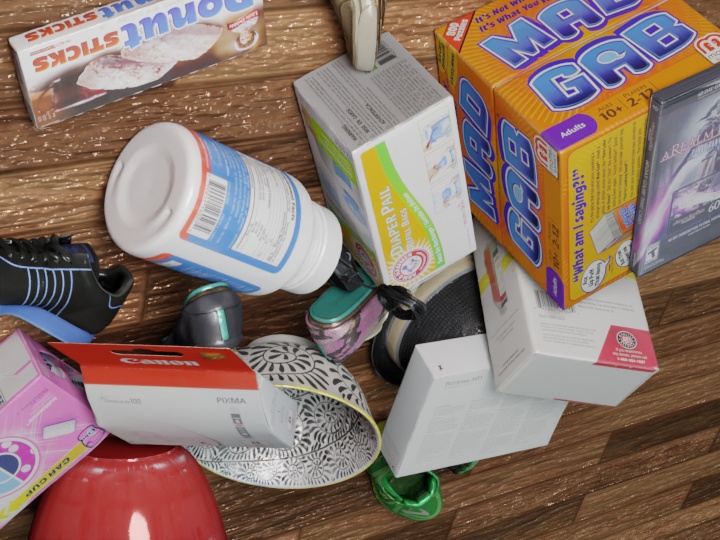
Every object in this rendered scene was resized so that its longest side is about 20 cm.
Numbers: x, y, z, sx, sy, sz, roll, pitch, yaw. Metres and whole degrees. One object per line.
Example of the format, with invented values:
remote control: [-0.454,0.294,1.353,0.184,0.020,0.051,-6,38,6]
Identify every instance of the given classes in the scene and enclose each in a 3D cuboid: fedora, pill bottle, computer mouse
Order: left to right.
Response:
pill bottle: [-0.109,-0.042,1.137,0.199,0.112,0.113,23,112,-48]
computer mouse: [0.000,0.000,1.204,0.034,0.199,0.059,-48,128,-12]
fedora: [0.111,0.069,1.430,0.199,0.092,0.202,-21,137,-21]

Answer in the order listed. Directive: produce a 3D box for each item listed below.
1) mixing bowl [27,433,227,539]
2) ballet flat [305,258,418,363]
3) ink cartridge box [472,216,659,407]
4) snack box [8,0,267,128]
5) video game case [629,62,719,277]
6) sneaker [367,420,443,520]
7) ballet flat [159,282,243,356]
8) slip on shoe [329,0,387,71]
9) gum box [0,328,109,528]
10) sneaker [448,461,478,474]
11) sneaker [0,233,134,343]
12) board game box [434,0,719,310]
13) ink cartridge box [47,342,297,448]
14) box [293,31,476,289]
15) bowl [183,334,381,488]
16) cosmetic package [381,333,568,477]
mixing bowl: [-0.219,0.217,1.260,0.198,0.199,0.110,-4,99,-36]
ballet flat: [0.022,0.013,1.297,0.200,0.069,0.072,-46,141,-29]
ink cartridge box: [0.199,0.023,1.343,0.143,0.202,0.084,9,145,-22]
snack box: [-0.167,-0.176,1.032,0.198,0.024,0.073,-24,137,-19]
video game case: [0.304,-0.096,1.173,0.141,0.019,0.202,-24,139,-19]
sneaker: [0.053,0.253,1.568,0.074,0.084,0.200,-37,142,-3]
ballet flat: [-0.137,0.069,1.182,0.072,0.074,0.200,-23,171,-19]
slip on shoe: [-0.011,-0.246,1.068,0.060,0.077,0.201,6,145,7]
gum box: [-0.324,0.153,1.185,0.200,0.066,0.114,-41,140,1]
sneaker: [0.158,0.158,1.567,0.085,0.078,0.201,9,120,-44]
sneaker: [-0.266,-0.002,1.090,0.078,0.070,0.200,-49,147,5]
board game box: [0.208,-0.133,1.233,0.198,0.200,0.201,-27,140,-15]
ink cartridge box: [-0.155,0.109,1.129,0.160,0.058,0.200,1,166,13]
box: [0.026,-0.089,1.200,0.101,0.113,0.201,-29,141,-12]
bowl: [-0.077,0.126,1.311,0.198,0.095,0.202,2,143,1]
cosmetic package: [0.130,0.132,1.394,0.198,0.052,0.152,-7,137,-28]
